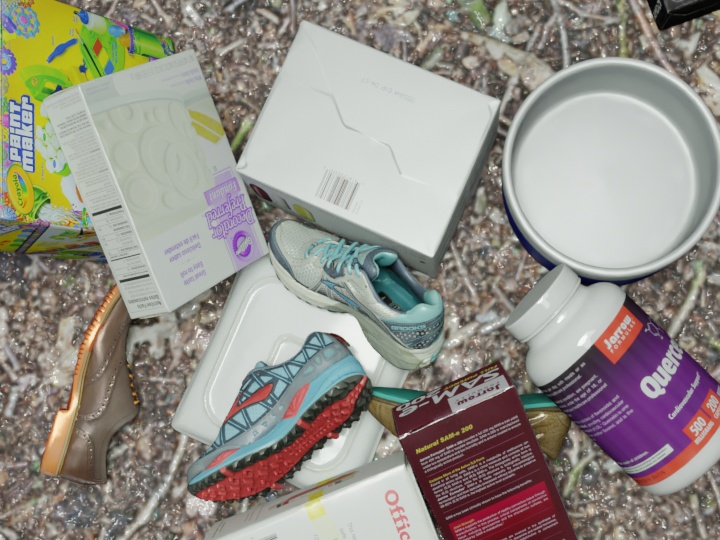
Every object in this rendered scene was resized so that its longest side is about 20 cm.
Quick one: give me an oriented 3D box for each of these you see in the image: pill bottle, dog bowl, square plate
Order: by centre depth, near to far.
[{"bbox_3d":[0.223,0.091,0.876,0.200,0.112,0.113,43,88,0],"label":"pill bottle"},{"bbox_3d":[0.229,-0.088,0.934,0.197,0.079,0.204,-1,81,6],"label":"dog bowl"},{"bbox_3d":[-0.059,0.097,0.963,0.196,0.028,0.202,23,85,9],"label":"square plate"}]

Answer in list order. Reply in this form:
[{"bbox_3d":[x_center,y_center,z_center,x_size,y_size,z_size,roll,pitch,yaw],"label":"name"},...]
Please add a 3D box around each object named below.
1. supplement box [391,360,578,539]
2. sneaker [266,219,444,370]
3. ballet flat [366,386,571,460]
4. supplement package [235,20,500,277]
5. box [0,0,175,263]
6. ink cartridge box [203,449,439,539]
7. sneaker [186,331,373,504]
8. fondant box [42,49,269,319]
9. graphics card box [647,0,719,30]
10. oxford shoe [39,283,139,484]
[{"bbox_3d":[0.114,0.193,0.872,0.108,0.061,0.202,-23,108,1],"label":"supplement box"},{"bbox_3d":[0.000,0.000,0.926,0.199,0.087,0.078,33,54,16],"label":"sneaker"},{"bbox_3d":[0.095,0.147,0.920,0.197,0.068,0.074,3,95,-5],"label":"ballet flat"},{"bbox_3d":[0.011,-0.110,0.944,0.198,0.111,0.158,24,84,10],"label":"supplement package"},{"bbox_3d":[-0.275,-0.123,0.920,0.121,0.191,0.203,-11,78,38],"label":"box"},{"bbox_3d":[-0.023,0.267,0.895,0.197,0.083,0.147,-21,90,2],"label":"ink cartridge box"},{"bbox_3d":[-0.080,0.133,0.920,0.199,0.079,0.096,-37,50,8],"label":"sneaker"},{"bbox_3d":[-0.175,-0.079,0.894,0.058,0.144,0.203,-9,106,38],"label":"fondant box"},{"bbox_3d":[0.316,-0.350,0.979,0.124,0.051,0.203,-17,81,3],"label":"graphics card box"},{"bbox_3d":[-0.243,0.106,0.970,0.072,0.071,0.203,19,88,-11],"label":"oxford shoe"}]
